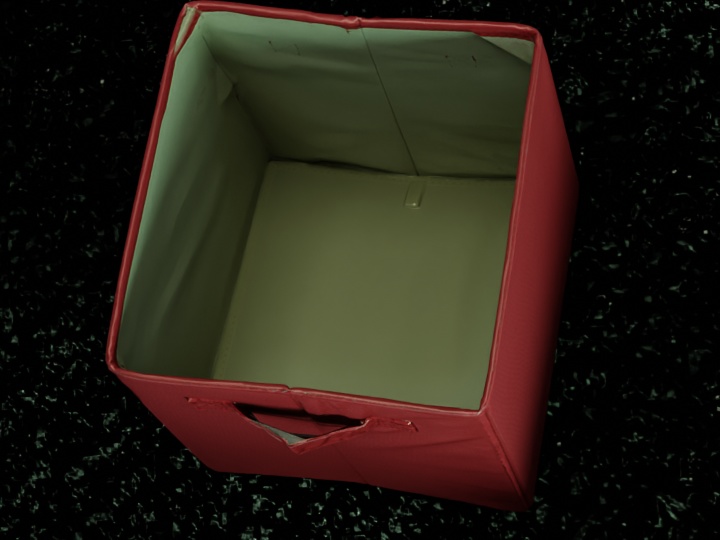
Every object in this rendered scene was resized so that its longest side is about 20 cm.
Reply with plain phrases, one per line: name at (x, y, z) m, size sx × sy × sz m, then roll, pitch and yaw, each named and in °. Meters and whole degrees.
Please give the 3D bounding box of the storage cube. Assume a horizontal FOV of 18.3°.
storage cube at (0.000, 0.000, 1.027) m, size 0.169 × 0.180 × 0.202 m, roll 6°, pitch 73°, yaw 13°
